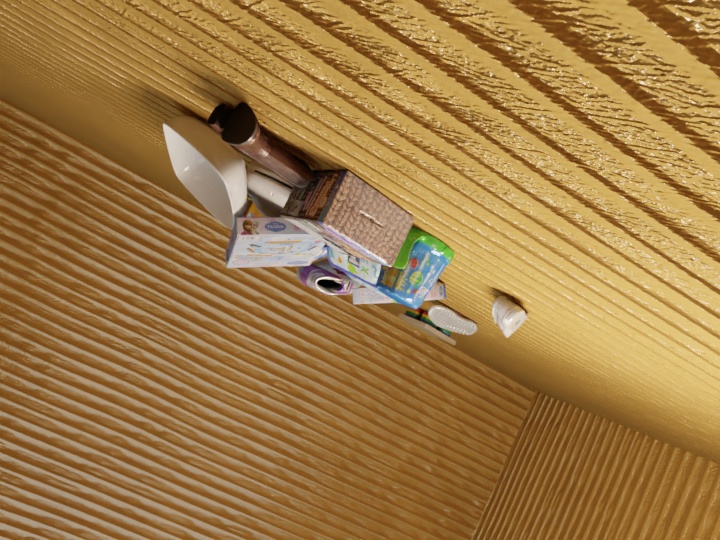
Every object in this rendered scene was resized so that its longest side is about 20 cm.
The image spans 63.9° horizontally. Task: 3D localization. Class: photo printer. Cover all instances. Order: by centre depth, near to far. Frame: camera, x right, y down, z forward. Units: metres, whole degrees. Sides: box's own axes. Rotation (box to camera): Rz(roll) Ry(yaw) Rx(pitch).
[{"bbox_3d":[-0.162,-0.153,1.239,0.164,0.070,0.200,26,167,10],"label":"photo printer"}]

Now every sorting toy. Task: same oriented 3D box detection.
[{"bbox_3d":[0.296,0.228,2.482,0.197,0.071,0.199,31,173,-33],"label":"sorting toy"}]

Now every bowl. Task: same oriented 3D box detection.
[{"bbox_3d":[-0.294,-0.201,1.149,0.200,0.074,0.201,44,156,14],"label":"bowl"}]

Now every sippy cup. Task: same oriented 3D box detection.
[{"bbox_3d":[0.097,-0.003,1.129,0.177,0.132,0.139,32,172,-35],"label":"sippy cup"}]

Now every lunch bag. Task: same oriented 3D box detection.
[{"bbox_3d":[0.022,-0.035,1.278,0.168,0.128,0.201,26,163,31],"label":"lunch bag"}]

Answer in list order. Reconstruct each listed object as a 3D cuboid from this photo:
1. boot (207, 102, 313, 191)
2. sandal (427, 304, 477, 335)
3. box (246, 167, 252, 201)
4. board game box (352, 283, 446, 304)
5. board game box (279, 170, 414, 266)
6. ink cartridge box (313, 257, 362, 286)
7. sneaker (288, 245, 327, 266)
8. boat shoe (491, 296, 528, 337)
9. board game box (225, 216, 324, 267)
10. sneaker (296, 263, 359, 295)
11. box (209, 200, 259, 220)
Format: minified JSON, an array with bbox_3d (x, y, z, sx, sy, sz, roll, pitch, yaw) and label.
[{"bbox_3d":[-0.138,-0.186,0.938,0.199,0.065,0.186,36,-177,-37],"label":"boot"},{"bbox_3d":[0.306,0.162,1.948,0.200,0.082,0.050,28,-143,-24],"label":"sandal"},{"bbox_3d":[-0.304,-0.224,1.452,0.197,0.050,0.159,25,175,25],"label":"box"},{"bbox_3d":[0.103,0.059,1.464,0.196,0.044,0.199,-5,177,19],"label":"board game box"},{"bbox_3d":[-0.029,-0.097,1.046,0.158,0.098,0.199,31,173,-30],"label":"board game box"},{"bbox_3d":[0.000,0.000,1.485,0.161,0.058,0.199,23,-145,33],"label":"ink cartridge box"},{"bbox_3d":[-0.096,-0.072,1.395,0.197,0.075,0.082,-24,167,28],"label":"sneaker"},{"bbox_3d":[0.330,0.102,1.308,0.069,0.072,0.199,47,-171,22],"label":"boat shoe"},{"bbox_3d":[-0.180,-0.058,1.238,0.196,0.042,0.199,-1,162,-21],"label":"board game box"},{"bbox_3d":[-0.056,0.038,1.467,0.198,0.074,0.113,7,-168,-41],"label":"sneaker"},{"bbox_3d":[-0.349,-0.186,1.624,0.198,0.121,0.041,21,172,42],"label":"box"}]
